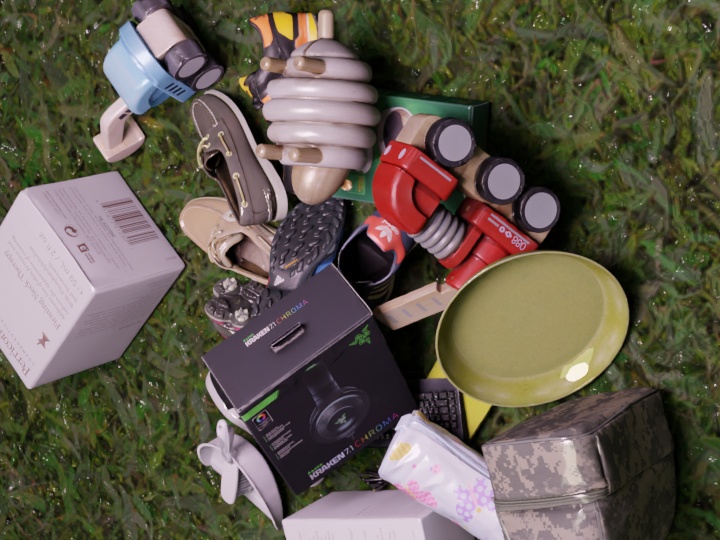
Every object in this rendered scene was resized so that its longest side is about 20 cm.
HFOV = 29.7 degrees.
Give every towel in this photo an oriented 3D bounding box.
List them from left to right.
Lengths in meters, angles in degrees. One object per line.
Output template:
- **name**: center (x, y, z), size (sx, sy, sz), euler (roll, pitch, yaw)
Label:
- **towel**: center (0.115, 0.126, 1.500), size (0.086, 0.018, 0.201), euler (45, 124, 26)

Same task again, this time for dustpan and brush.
- **dustpan and brush**: center (-0.153, 0.233, 1.645), size (0.139, 0.057, 0.202), euler (36, 141, 25)

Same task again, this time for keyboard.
- **keyboard**: center (0.042, 0.190, 1.550), size (0.198, 0.020, 0.129), euler (-8, 92, 43)

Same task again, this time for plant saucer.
- **plant saucer**: center (0.170, 0.053, 1.365), size (0.201, 0.198, 0.031), euler (-57, 26, 30)

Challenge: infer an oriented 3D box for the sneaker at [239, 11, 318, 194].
- **sneaker**: center (-0.092, -0.188, 1.518), size (0.089, 0.070, 0.203), euler (2, 102, -7)

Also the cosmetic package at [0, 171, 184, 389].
- **cosmetic package**: center (-0.364, 0.010, 1.725), size (0.168, 0.166, 0.200), euler (50, 125, 15)

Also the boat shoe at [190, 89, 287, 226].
- **boat shoe**: center (-0.154, -0.132, 1.580), size (0.203, 0.060, 0.073), euler (56, 151, 29)

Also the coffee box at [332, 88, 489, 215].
- **coffee box**: center (0.045, -0.131, 1.472), size (0.198, 0.044, 0.125), euler (10, 107, 34)

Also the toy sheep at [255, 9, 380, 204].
- **toy sheep**: center (-0.042, -0.170, 1.418), size (0.136, 0.137, 0.203), euler (10, 97, 33)

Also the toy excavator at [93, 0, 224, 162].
- **toy excavator**: center (-0.266, -0.220, 1.632), size (0.199, 0.194, 0.100), euler (-36, 78, 7)

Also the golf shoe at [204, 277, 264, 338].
- **golf shoe**: center (-0.090, 0.076, 1.612), size (0.198, 0.078, 0.089), euler (26, 151, 16)

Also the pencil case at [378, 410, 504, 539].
- **pencil case**: center (0.116, 0.231, 1.447), size (0.198, 0.083, 0.091), euler (31, 149, 9)

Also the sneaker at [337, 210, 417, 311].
- **sneaker**: center (0.000, 0.000, 1.487), size (0.075, 0.084, 0.201), euler (41, 139, 11)

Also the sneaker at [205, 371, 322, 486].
- **sneaker**: center (-0.094, 0.151, 1.620), size (0.200, 0.073, 0.113), euler (41, 119, 24)

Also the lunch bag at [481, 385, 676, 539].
- **lunch bag**: center (0.223, 0.221, 1.328), size (0.138, 0.199, 0.170), euler (-16, 90, 37)

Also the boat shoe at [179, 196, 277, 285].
- **boat shoe**: center (-0.150, -0.034, 1.621), size (0.198, 0.065, 0.073), euler (27, 115, 30)

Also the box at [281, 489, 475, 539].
- **box**: center (0.028, 0.339, 1.553), size (0.198, 0.106, 0.155), euler (-7, 97, 36)

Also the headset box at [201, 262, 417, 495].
- **headset box**: center (-0.052, 0.115, 1.454), size (0.093, 0.173, 0.201), euler (49, 170, 40)

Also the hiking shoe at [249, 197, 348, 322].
- **hiking shoe**: center (-0.067, 0.007, 1.540), size (0.074, 0.087, 0.202), euler (18, 72, 22)

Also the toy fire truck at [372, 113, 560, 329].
- **toy fire truck**: center (0.073, -0.035, 1.365), size (0.175, 0.129, 0.201), euler (35, 88, -19)
